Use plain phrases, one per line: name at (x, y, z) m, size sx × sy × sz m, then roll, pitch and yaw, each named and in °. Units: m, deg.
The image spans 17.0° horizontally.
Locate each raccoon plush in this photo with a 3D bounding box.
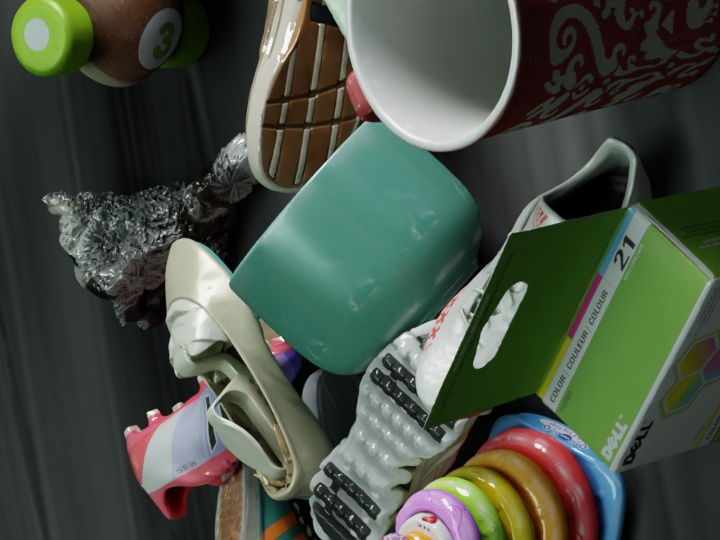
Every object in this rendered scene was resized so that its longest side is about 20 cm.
raccoon plush at (-0.144, -0.052, 1.780) m, size 0.200 × 0.097 × 0.134 m, roll -43°, pitch 50°, yaw 12°

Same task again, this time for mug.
mug at (0.093, -0.150, 1.388) m, size 0.177 × 0.199 × 0.134 m, roll 11°, pitch 107°, yaw 46°
mug at (0.006, -0.008, 1.563) m, size 0.114 × 0.185 × 0.152 m, roll 41°, pitch 92°, yaw 3°

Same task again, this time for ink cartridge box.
ink cartridge box at (0.148, 0.041, 1.371) m, size 0.076 × 0.199 × 0.148 m, roll 45°, pitch 129°, yaw 30°

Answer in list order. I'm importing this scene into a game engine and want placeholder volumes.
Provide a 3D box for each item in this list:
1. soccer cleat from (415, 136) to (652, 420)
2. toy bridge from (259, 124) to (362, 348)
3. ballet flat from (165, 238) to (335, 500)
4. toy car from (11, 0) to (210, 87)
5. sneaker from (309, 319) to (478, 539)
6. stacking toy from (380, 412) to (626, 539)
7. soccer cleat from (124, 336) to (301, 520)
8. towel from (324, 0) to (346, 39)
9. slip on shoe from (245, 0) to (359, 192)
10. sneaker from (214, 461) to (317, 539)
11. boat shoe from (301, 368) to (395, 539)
soccer cleat at (0.101, 0.003, 1.425) m, size 0.069 × 0.200 × 0.085 m, roll 37°, pitch 161°, yaw 22°
toy bridge at (-0.020, -0.007, 1.669) m, size 0.067 × 0.027 × 0.201 m, roll 47°, pitch 129°, yaw 27°
ballet flat at (-0.086, 0.069, 1.601) m, size 0.200 × 0.069 × 0.069 m, roll 55°, pitch 133°, yaw 13°
toy car at (-0.137, -0.235, 1.659) m, size 0.199 × 0.164 × 0.159 m, roll -30°, pitch 80°, yaw 32°
sneaker at (0.038, 0.095, 1.535) m, size 0.075 × 0.081 × 0.200 m, roll 48°, pitch 133°, yaw 17°
stacking toy at (0.062, 0.166, 1.492) m, size 0.116 × 0.199 × 0.110 m, roll 27°, pitch 118°, yaw 40°
soccer cleat at (-0.096, 0.111, 1.712) m, size 0.200 × 0.066 × 0.077 m, roll -35°, pitch 78°, yaw 43°
towel at (0.034, -0.260, 1.514) m, size 0.200 × 0.023 × 0.153 m, roll -34°, pitch 74°, yaw 25°
slip on shoe at (-0.037, -0.148, 1.595) m, size 0.060 × 0.076 × 0.201 m, roll -3°, pitch 77°, yaw 63°
sneaker at (-0.056, 0.214, 1.736) m, size 0.071 × 0.079 × 0.201 m, roll 133°, pitch 136°, yaw -58°
boat shoe at (-0.006, 0.168, 1.659) m, size 0.067 × 0.073 × 0.201 m, roll -26°, pitch 80°, yaw 46°
